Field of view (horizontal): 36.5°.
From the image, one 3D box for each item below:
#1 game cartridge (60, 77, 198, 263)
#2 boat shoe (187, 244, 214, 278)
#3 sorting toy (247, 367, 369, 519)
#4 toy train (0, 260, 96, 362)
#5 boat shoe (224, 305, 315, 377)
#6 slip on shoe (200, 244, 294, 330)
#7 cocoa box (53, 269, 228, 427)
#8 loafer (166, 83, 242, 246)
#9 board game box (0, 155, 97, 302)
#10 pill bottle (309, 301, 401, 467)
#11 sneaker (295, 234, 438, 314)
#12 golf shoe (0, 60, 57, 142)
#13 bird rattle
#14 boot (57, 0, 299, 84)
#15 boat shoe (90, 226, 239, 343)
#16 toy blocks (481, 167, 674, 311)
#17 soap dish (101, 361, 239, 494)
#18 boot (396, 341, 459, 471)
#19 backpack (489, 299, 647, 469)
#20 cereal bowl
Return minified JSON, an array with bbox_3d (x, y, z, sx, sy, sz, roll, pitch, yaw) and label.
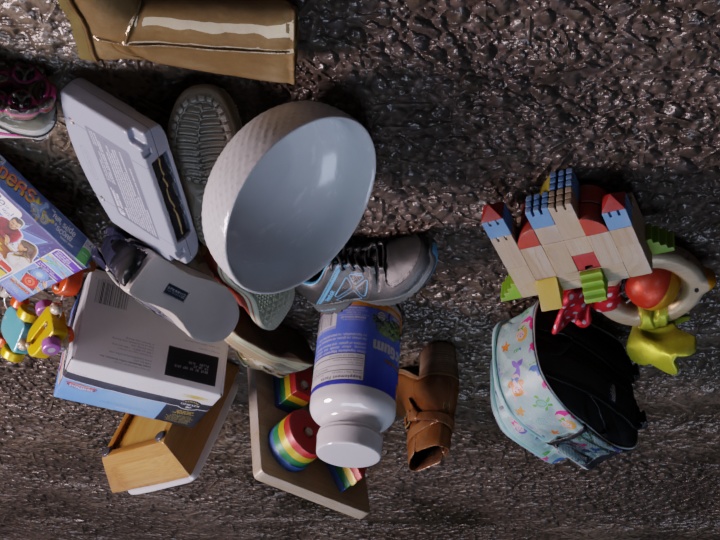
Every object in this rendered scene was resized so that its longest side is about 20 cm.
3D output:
[{"bbox_3d":[-0.237,-0.102,1.117,0.132,0.041,0.201,28,150,23],"label":"game cartridge"},{"bbox_3d":[-0.218,0.012,1.333,0.073,0.067,0.200,-11,145,25],"label":"boat shoe"},{"bbox_3d":[-0.058,0.222,1.540,0.199,0.201,0.069,29,126,-34],"label":"sorting toy"},{"bbox_3d":[-0.383,0.038,1.347,0.055,0.153,0.199,16,157,-40],"label":"toy train"},{"bbox_3d":[-0.133,0.102,1.430,0.065,0.073,0.200,-32,153,15],"label":"boat shoe"},{"bbox_3d":[-0.135,0.011,1.335,0.061,0.075,0.200,29,168,30],"label":"slip on shoe"},{"bbox_3d":[-0.284,0.107,1.432,0.197,0.135,0.131,16,148,-19],"label":"cocoa box"},{"bbox_3d":[-0.152,-0.112,1.127,0.074,0.069,0.202,3,133,4],"label":"loafer"},{"bbox_3d":[-0.409,-0.060,1.220,0.134,0.035,0.200,-21,123,36],"label":"board game box"},{"bbox_3d":[-0.006,0.140,1.384,0.110,0.203,0.113,3,150,2],"label":"pill bottle"},{"bbox_3d":[0.000,0.000,1.278,0.198,0.074,0.082,-20,141,33],"label":"sneaker"},{"bbox_3d":[-0.398,-0.164,1.067,0.197,0.074,0.092,11,150,-11],"label":"golf shoe"},{"bbox_3d":[0.321,0.021,1.283,0.198,0.113,0.163,30,131,-14],"label":"bird rattle"},{"bbox_3d":[-0.151,-0.230,0.939,0.197,0.067,0.175,6,161,-1],"label":"boot"},{"bbox_3d":[-0.222,0.013,1.258,0.092,0.075,0.200,35,175,37],"label":"boat shoe"},{"bbox_3d":[0.221,-0.046,1.171,0.197,0.101,0.137,-12,134,26],"label":"toy blocks"},{"bbox_3d":[-0.273,0.216,1.566,0.156,0.201,0.082,-18,124,33],"label":"soap dish"},{"bbox_3d":[0.087,0.209,1.526,0.076,0.157,0.200,15,147,-18],"label":"boot"},{"bbox_3d":[0.245,0.138,1.373,0.150,0.180,0.199,-27,133,34],"label":"backpack"},{"bbox_3d":[-0.081,-0.081,1.084,0.083,0.200,0.201,36,165,32],"label":"cereal bowl"}]
